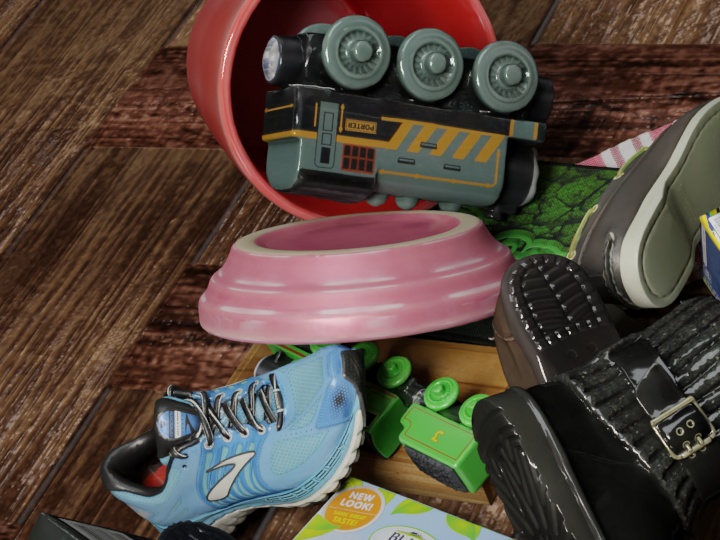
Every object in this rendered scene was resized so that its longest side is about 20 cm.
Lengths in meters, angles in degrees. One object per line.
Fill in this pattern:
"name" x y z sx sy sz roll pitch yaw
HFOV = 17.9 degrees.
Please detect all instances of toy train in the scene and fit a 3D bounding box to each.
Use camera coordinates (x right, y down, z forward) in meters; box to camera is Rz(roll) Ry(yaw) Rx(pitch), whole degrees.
"toy train" 0.009 0.077 1.348 0.200 0.042 0.056 22 66 44
"toy train" 0.029 -0.095 1.449 0.200 0.114 0.085 7 -2 -24

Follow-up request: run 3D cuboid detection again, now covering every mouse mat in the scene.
"mouse mat" 0.073 -0.018 1.486 0.200 0.008 0.161 8 51 48

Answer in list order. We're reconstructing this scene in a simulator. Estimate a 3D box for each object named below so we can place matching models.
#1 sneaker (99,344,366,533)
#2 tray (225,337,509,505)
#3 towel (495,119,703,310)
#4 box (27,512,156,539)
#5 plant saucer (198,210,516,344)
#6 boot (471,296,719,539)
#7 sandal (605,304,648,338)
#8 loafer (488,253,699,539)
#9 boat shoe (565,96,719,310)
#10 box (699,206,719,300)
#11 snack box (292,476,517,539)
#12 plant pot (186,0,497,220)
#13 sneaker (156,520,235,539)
"sneaker" -0.075 0.099 1.320 0.200 0.090 0.079 -35 44 34
"tray" 0.008 0.084 1.401 0.200 0.037 0.099 4 44 33
"towel" 0.190 -0.033 1.463 0.200 0.030 0.146 -23 36 5
"box" -0.109 0.242 1.104 0.124 0.148 0.200 25 93 46
"plant saucer" 0.000 0.000 1.379 0.200 0.051 0.201 -6 9 1
"boot" 0.168 0.126 1.180 0.158 0.079 0.212 -19 78 -21
"sandal" 0.175 0.051 1.317 0.082 0.055 0.200 -10 30 -28
"loafer" 0.128 0.090 1.270 0.073 0.071 0.200 -10 68 -19
"boat shoe" 0.184 -0.046 1.387 0.060 0.072 0.201 -6 28 36
"box" 0.258 0.047 1.237 0.064 0.070 0.200 -25 56 -5
"snack box" -0.010 0.213 1.235 0.142 0.053 0.200 18 52 41
"plant pot" -0.028 -0.135 1.568 0.200 0.201 0.177 -33 20 -13
"sneaker" -0.127 0.199 1.238 0.066 0.079 0.200 32 20 16
